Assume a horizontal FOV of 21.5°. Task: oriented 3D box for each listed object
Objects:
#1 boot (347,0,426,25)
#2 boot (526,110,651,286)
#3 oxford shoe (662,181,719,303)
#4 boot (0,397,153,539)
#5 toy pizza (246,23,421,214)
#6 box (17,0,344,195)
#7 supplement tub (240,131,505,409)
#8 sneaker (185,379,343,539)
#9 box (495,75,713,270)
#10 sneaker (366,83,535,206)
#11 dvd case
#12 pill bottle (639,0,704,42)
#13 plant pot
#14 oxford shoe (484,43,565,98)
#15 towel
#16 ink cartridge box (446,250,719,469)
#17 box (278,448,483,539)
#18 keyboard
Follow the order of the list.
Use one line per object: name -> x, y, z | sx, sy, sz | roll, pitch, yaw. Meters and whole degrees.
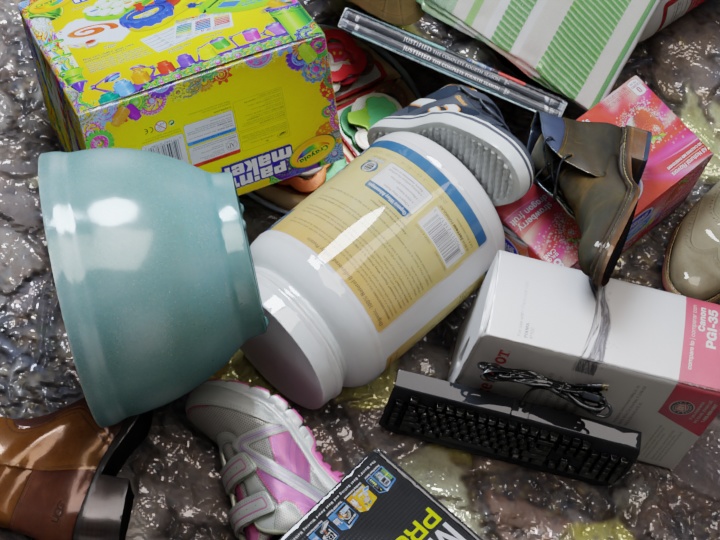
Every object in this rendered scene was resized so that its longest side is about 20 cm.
boot -> -0.034, -0.286, 1.632 | 0.200, 0.155, 0.073 | 30, 98, -13
boot -> 0.166, -0.059, 1.478 | 0.097, 0.075, 0.200 | 18, 34, 3
oxford shoe -> 0.323, -0.053, 1.623 | 0.070, 0.075, 0.200 | 33, 61, 7
boot -> -0.263, 0.116, 1.447 | 0.199, 0.069, 0.189 | 9, 68, 2
toy pizza -> -0.038, -0.135, 1.630 | 0.199, 0.032, 0.201 | 5, 61, -9
box -> -0.144, -0.152, 1.513 | 0.199, 0.122, 0.193 | -19, 40, -12
supplement tub -> 0.000, 0.000, 1.495 | 0.200, 0.145, 0.145 | -40, 75, -22
sneaker -> -0.066, 0.166, 1.434 | 0.200, 0.081, 0.088 | 42, 61, 13
box -> 0.188, -0.060, 1.597 | 0.200, 0.096, 0.100 | -36, 75, -26
sneaker -> 0.088, -0.108, 1.532 | 0.079, 0.200, 0.079 | -33, 117, -23
dvd case -> 0.078, -0.177, 1.620 | 0.199, 0.146, 0.022 | 24, 98, -1
pill bottle -> 0.259, -0.276, 1.718 | 0.200, 0.112, 0.112 | -33, 73, -25
plant pot -> -0.142, 0.000, 1.360 | 0.134, 0.200, 0.201 | -13, 64, -3
oxford shoe -> 0.133, -0.231, 1.681 | 0.200, 0.070, 0.075 | 41, 84, 10
towel -> 0.158, -0.241, 1.605 | 0.200, 0.023, 0.153 | 30, 89, -23
ink cartridge box -> 0.179, 0.071, 1.495 | 0.199, 0.147, 0.083 | 15, 60, -4
box -> 0.002, 0.245, 1.335 | 0.160, 0.044, 0.200 | 40, 61, 16
keyboard -> 0.121, 0.115, 1.472 | 0.199, 0.127, 0.021 | 14, 50, -3
